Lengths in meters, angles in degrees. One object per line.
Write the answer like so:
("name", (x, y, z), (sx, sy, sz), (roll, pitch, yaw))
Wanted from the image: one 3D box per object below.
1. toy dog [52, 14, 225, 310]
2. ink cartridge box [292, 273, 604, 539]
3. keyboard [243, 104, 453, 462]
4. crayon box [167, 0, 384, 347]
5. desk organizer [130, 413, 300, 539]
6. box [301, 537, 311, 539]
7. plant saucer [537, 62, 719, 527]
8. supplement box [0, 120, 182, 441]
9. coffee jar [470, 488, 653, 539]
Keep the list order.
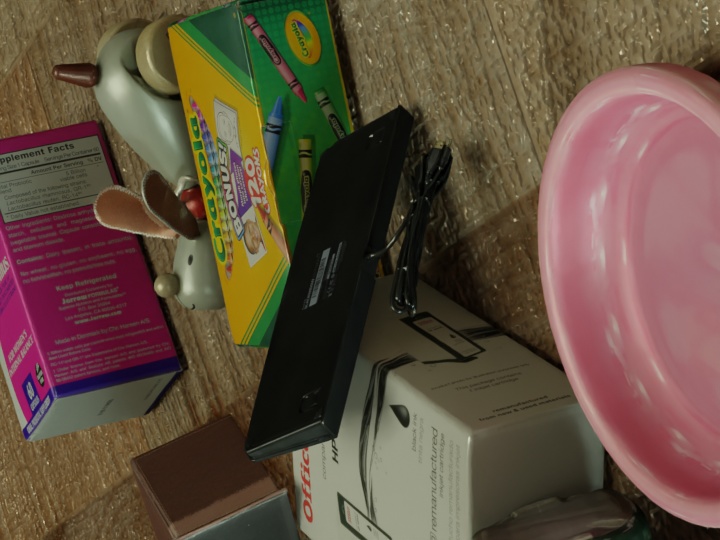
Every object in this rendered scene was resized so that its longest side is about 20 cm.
("toy dog", (-0.138, -0.073, 1.475), (0.132, 0.096, 0.200), (-47, 61, 60))
("ink cartridge box", (0.041, 0.104, 1.214), (0.200, 0.084, 0.146), (32, 130, 55))
("keyboard", (0.000, 0.000, 1.196), (0.127, 0.021, 0.200), (-26, 42, 47))
("crayon box", (-0.048, -0.057, 1.340), (0.119, 0.058, 0.201), (-2, 101, 66))
("desk organizer", (-0.072, 0.187, 1.358), (0.077, 0.072, 0.200), (52, 162, 45))
("box", (-0.008, 0.279, 1.453), (0.110, 0.035, 0.201), (32, 130, 55))
("plant saucer", (0.149, 0.008, 0.989), (0.200, 0.051, 0.201), (36, 133, 52))
("supplement box", (-0.216, 0.007, 1.665), (0.101, 0.103, 0.200), (-49, 57, 60))
("coffee jar", (0.118, 0.210, 1.077), (0.104, 0.085, 0.201), (-133, 24, -84))
